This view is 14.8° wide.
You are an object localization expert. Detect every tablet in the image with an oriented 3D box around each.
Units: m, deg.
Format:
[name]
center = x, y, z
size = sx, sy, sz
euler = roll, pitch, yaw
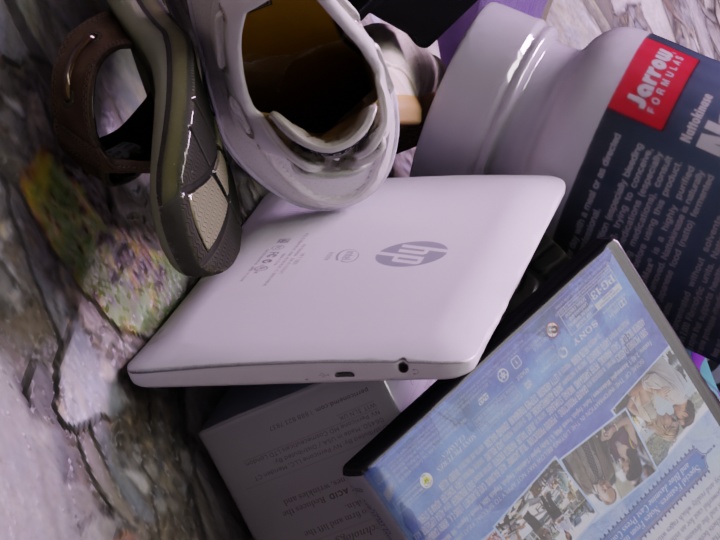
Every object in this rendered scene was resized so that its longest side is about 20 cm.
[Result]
[tablet]
center = 0.000, 0.000, 1.064
size = 0.200, 0.130, 0.014
euler = -57, 142, -64

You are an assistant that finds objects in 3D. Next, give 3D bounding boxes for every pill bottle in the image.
[pill bottle]
center = 0.129, -0.036, 1.191
size = 0.199, 0.120, 0.120
euler = 24, 22, 8

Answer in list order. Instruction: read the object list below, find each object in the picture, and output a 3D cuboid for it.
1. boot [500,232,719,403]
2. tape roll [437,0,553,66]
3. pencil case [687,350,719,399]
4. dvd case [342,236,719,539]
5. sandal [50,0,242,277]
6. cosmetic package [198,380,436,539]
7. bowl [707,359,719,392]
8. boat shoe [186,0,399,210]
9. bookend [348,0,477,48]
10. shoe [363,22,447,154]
[boot]
center = 0.096, 0.080, 1.167
size = 0.200, 0.077, 0.138
euler = 58, -16, 23
[tape roll]
center = 0.139, -0.117, 1.293
size = 0.200, 0.200, 0.066
euler = 55, 4, -28
[pencil case]
center = 0.162, 0.118, 1.203
size = 0.200, 0.085, 0.093
euler = 56, -28, 33
[dvd case]
center = 0.096, 0.108, 1.033
size = 0.143, 0.018, 0.200
euler = -41, 107, -26
[sandal]
center = -0.087, -0.064, 1.022
size = 0.201, 0.057, 0.080
euler = -114, -174, -49
[cosmetic package]
center = 0.026, 0.114, 1.075
size = 0.200, 0.081, 0.113
euler = 61, 21, -14
[bowl]
center = 0.149, 0.039, 1.373
size = 0.201, 0.094, 0.202
euler = -164, -90, -87
[boat shoe]
center = -0.020, -0.066, 1.028
size = 0.200, 0.071, 0.070
euler = 74, -6, -59
[bookend]
center = 0.006, -0.173, 1.202
size = 0.199, 0.092, 0.200
euler = 53, 15, 24
[shoe]
center = -0.005, -0.077, 1.208
size = 0.054, 0.070, 0.200
euler = 68, 14, 2
